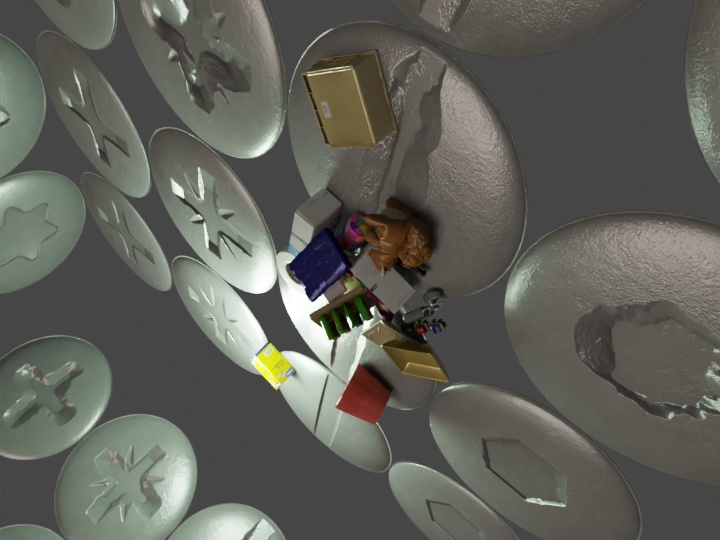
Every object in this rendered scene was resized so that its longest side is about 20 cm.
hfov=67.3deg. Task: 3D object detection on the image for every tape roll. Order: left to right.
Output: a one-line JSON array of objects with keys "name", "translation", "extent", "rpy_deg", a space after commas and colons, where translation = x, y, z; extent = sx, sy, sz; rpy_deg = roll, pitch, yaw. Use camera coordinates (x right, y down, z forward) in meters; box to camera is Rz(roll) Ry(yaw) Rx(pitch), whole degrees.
[{"name": "tape roll", "translation": [-0.238, 0.004, 2.064], "extent": [0.200, 0.037, 0.206], "rpy_deg": [29, 142, 25]}]

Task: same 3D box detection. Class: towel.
[{"name": "towel", "translation": [-0.121, -0.017, 1.650], "extent": [0.199, 0.049, 0.150], "rpy_deg": [-41, 78, 33]}]

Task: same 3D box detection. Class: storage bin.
[{"name": "storage bin", "translation": [-0.030, -0.421, 1.352], "extent": [0.195, 0.094, 0.204], "rpy_deg": [12, 133, 42]}]

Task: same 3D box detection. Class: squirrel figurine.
[{"name": "squirrel figurine", "translation": [0.102, -0.068, 1.502], "extent": [0.195, 0.142, 0.191], "rpy_deg": [22, 127, 14]}]

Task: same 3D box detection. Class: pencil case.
[{"name": "pencil case", "translation": [-0.037, -0.100, 1.695], "extent": [0.089, 0.088, 0.200], "rpy_deg": [47, 145, -2]}]

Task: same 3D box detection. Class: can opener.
[{"name": "can opener", "translation": [0.198, 0.111, 1.685], "extent": [0.199, 0.052, 0.069], "rpy_deg": [-32, 68, 57]}]

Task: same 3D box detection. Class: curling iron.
[{"name": "curling iron", "translation": [0.124, -0.025, 1.631], "extent": [0.198, 0.026, 0.049], "rpy_deg": [28, 174, 43]}]

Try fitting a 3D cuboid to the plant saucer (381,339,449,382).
[{"name": "plant saucer", "translation": [0.191, 0.295, 1.814], "extent": [0.195, 0.049, 0.201], "rpy_deg": [5, 147, 35]}]

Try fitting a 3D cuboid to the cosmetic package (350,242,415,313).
[{"name": "cosmetic package", "translation": [0.065, 0.023, 1.639], "extent": [0.199, 0.102, 0.074], "rpy_deg": [43, -175, -15]}]

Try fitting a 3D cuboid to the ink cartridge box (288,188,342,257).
[{"name": "ink cartridge box", "translation": [-0.147, -0.138, 1.719], "extent": [0.085, 0.146, 0.202], "rpy_deg": [39, 146, 11]}]

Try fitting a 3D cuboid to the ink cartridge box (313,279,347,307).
[{"name": "ink cartridge box", "translation": [-0.135, 0.035, 1.816], "extent": [0.148, 0.084, 0.200], "rpy_deg": [59, 162, -3]}]

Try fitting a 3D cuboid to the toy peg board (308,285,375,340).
[{"name": "toy peg board", "translation": [-0.041, 0.165, 1.782], "extent": [0.100, 0.196, 0.199], "rpy_deg": [63, -176, 23]}]

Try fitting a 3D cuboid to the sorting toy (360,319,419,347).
[{"name": "sorting toy", "translation": [0.110, 0.236, 1.875], "extent": [0.182, 0.037, 0.199], "rpy_deg": [33, 152, -12]}]

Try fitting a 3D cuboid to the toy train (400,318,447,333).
[{"name": "toy train", "translation": [0.201, 0.182, 1.741], "extent": [0.197, 0.046, 0.035], "rpy_deg": [-10, 118, 52]}]

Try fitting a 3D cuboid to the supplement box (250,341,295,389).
[{"name": "supplement box", "translation": [-0.439, 0.475, 2.701], "extent": [0.200, 0.109, 0.109], "rpy_deg": [46, 147, 1]}]

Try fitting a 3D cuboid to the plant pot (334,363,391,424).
[{"name": "plant pot", "translation": [0.016, 0.507, 2.163], "extent": [0.174, 0.202, 0.202], "rpy_deg": [31, 145, 4]}]

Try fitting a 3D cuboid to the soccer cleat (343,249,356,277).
[{"name": "soccer cleat", "translation": [0.000, 0.000, 1.697], "extent": [0.195, 0.075, 0.068], "rpy_deg": [22, 151, -21]}]

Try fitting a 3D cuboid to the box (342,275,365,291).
[{"name": "box", "translation": [-0.055, 0.023, 1.870], "extent": [0.197, 0.048, 0.119], "rpy_deg": [33, 144, 26]}]

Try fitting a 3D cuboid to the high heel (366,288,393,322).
[{"name": "high heel", "translation": [0.062, 0.120, 1.788], "extent": [0.066, 0.096, 0.204], "rpy_deg": [15, 134, 26]}]
